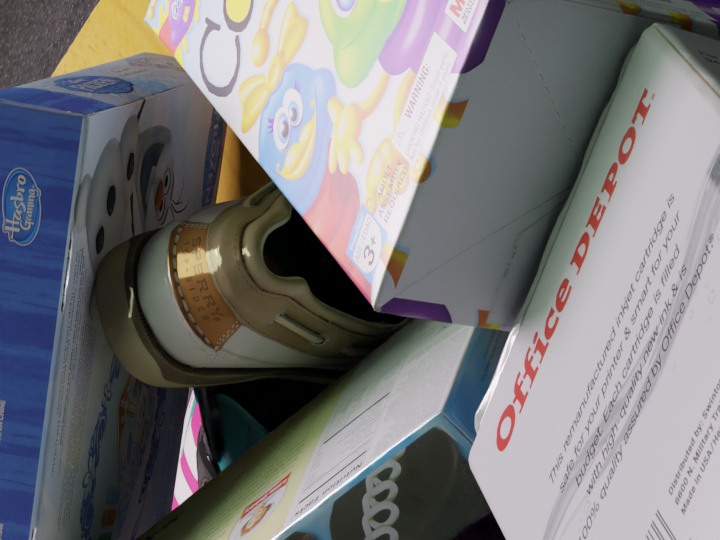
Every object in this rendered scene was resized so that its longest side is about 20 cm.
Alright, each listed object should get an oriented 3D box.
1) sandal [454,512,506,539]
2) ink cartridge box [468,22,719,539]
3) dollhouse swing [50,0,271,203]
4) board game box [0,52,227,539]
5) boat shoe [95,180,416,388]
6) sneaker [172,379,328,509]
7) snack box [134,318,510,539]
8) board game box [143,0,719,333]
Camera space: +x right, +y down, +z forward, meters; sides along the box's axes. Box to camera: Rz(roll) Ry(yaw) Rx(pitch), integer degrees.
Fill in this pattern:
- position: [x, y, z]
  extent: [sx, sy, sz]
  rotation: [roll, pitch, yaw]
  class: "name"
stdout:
- position: [0.041, 0.076, 0.889]
  extent: [0.203, 0.050, 0.083]
  rotation: [-98, 32, -54]
  class: "sandal"
- position: [0.108, 0.042, 0.669]
  extent: [0.200, 0.083, 0.147]
  rotation: [-116, 44, -62]
  class: "ink cartridge box"
- position: [-0.017, -0.083, 1.118]
  extent: [0.200, 0.176, 0.182]
  rotation: [-50, 58, 42]
  class: "dollhouse swing"
- position: [-0.099, 0.030, 0.943]
  extent: [0.199, 0.043, 0.200]
  rotation: [-35, -45, -76]
  class: "board game box"
- position: [0.000, 0.000, 0.916]
  extent: [0.068, 0.200, 0.075]
  rotation: [-21, 87, 36]
  class: "boat shoe"
- position: [-0.040, 0.097, 1.067]
  extent: [0.121, 0.083, 0.200]
  rotation: [128, 154, -69]
  class: "sneaker"
- position: [-0.022, 0.084, 0.861]
  extent: [0.200, 0.037, 0.116]
  rotation: [-39, 11, 26]
  class: "snack box"
- position: [0.024, -0.073, 0.821]
  extent: [0.200, 0.103, 0.105]
  rotation: [51, 126, 53]
  class: "board game box"
